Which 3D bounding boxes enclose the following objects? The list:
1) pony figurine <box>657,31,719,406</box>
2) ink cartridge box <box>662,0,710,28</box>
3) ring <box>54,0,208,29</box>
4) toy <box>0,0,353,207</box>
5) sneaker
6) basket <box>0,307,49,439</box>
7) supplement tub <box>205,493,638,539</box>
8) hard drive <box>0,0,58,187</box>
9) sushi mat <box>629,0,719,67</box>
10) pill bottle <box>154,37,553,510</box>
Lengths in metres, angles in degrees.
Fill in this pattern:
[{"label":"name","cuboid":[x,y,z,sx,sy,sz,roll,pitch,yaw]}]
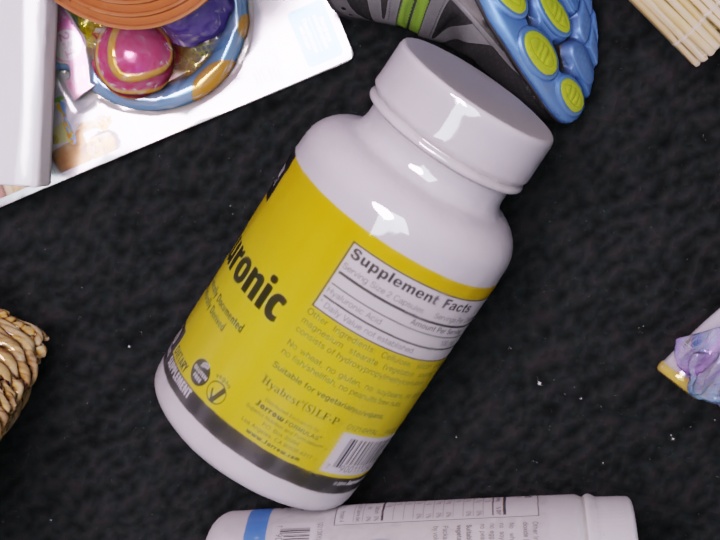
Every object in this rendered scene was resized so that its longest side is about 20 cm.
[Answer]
[{"label":"pony figurine","cuboid":[0.229,-0.007,0.855,0.193,0.167,0.200,36,94,-32]},{"label":"ink cartridge box","cuboid":[0.122,-0.223,0.867,0.116,0.067,0.200,-39,92,8]},{"label":"ring","cuboid":[-0.115,-0.197,0.783,0.200,0.019,0.202,18,120,35]},{"label":"toy","cuboid":[-0.117,-0.116,0.905,0.199,0.047,0.116,-22,95,7]},{"label":"sneaker","cuboid":[0.031,-0.142,0.886,0.199,0.083,0.071,38,55,-13]},{"label":"basket","cuboid":[-0.270,0.060,0.864,0.199,0.149,0.143,34,120,-8]},{"label":"supplement tub","cuboid":[0.030,0.173,0.882,0.199,0.132,0.133,-2,96,5]},{"label":"hard drive","cuboid":[-0.204,-0.144,0.882,0.131,0.027,0.201,4,95,10]},{"label":"sushi mat","cuboid":[0.114,-0.182,0.805,0.200,0.012,0.096,40,100,-20]},{"label":"pill bottle","cuboid":[0.000,0.000,0.863,0.111,0.111,0.200,34,106,0]}]
